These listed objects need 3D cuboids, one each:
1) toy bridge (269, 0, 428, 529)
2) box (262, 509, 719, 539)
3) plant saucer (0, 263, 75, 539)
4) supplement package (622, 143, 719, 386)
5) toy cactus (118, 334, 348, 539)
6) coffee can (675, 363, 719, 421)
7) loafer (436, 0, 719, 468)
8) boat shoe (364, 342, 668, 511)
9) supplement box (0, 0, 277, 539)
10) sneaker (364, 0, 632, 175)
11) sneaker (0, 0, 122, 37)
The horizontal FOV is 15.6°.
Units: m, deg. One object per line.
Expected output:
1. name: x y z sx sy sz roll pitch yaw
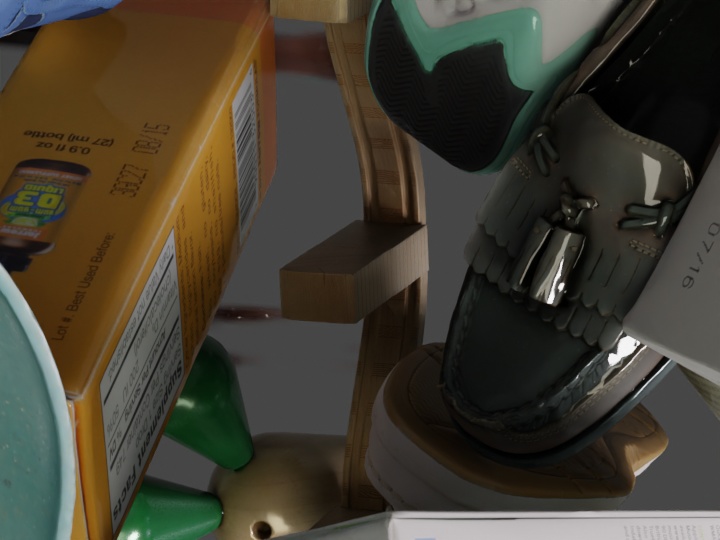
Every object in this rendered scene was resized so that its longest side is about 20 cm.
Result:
1. toy bridge: 0.000 0.000 0.816 0.027 0.067 0.201 4 107 22
2. box: 0.037 0.088 0.678 0.199 0.037 0.144 6 164 -41
3. plant saucer: -0.165 0.039 0.609 0.199 0.036 0.201 -2 118 -4
4. supplement package: 0.190 0.016 0.664 0.199 0.117 0.117 28 88 -28
5. toy cactus: -0.064 0.080 0.852 0.164 0.102 0.201 -5 102 -30
6. coffee can: 0.174 0.013 0.805 0.146 0.147 0.200 -34 118 12
7. loafer: 0.078 -0.043 0.699 0.200 0.072 0.063 -55 149 -7
8. boat shoe: 0.041 0.067 0.798 0.071 0.200 0.069 42 102 16
9. supplement box: -0.076 -0.005 0.725 0.066 0.200 0.069 7 124 11
10. sneaker: 0.073 -0.130 0.727 0.078 0.140 0.200 39 145 11
11. sneaker: -0.096 -0.096 0.692 0.082 0.200 0.074 -14 98 -9
